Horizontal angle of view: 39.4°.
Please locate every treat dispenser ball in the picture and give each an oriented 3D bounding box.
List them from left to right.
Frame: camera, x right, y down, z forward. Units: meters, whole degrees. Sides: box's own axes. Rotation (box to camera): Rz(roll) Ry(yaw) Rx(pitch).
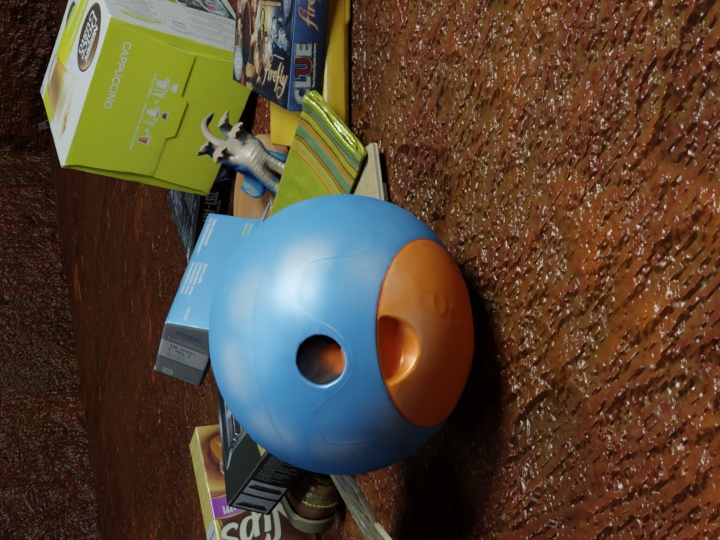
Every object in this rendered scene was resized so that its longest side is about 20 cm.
[{"bbox_3d":[-0.014,0.047,0.743,0.200,0.197,0.206,176,90,-67],"label":"treat dispenser ball"}]

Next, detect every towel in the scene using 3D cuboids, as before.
[{"bbox_3d":[-0.050,-0.071,0.975,0.086,0.018,0.201,51,143,23],"label":"towel"}]

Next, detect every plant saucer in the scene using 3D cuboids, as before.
[{"bbox_3d":[-0.116,-0.059,1.195,0.200,0.032,0.205,176,90,-68],"label":"plant saucer"}]

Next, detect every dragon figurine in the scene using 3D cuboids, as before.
[{"bbox_3d":[-0.120,-0.119,1.098,0.059,0.099,0.199,-55,30,-5],"label":"dragon figurine"}]

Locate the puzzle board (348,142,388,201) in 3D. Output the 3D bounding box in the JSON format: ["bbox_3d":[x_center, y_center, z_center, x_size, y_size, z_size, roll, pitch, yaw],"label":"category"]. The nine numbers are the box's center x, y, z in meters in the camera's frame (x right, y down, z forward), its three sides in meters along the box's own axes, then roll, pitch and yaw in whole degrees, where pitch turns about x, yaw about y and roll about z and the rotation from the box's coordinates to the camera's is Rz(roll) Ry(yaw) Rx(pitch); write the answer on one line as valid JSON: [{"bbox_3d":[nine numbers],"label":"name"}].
[{"bbox_3d":[0.000,0.000,0.944,0.150,0.017,0.205,156,108,-65],"label":"puzzle board"}]

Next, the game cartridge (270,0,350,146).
[{"bbox_3d":[-0.052,-0.227,1.022,0.176,0.032,0.205,-159,69,-66],"label":"game cartridge"}]

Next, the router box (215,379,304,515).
[{"bbox_3d":[-0.089,0.118,1.033,0.158,0.051,0.202,-53,33,31],"label":"router box"}]

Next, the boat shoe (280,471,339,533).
[{"bbox_3d":[-0.074,0.193,1.096,0.200,0.071,0.069,43,128,47],"label":"boat shoe"}]

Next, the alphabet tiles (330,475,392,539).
[{"bbox_3d":[0.019,0.227,0.820,0.202,0.006,0.166,65,167,-26],"label":"alphabet tiles"}]

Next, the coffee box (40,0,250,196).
[{"bbox_3d":[-0.268,-0.243,1.265,0.202,0.197,0.199,-62,36,26],"label":"coffee box"}]

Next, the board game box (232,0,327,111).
[{"bbox_3d":[-0.084,-0.245,1.012,0.200,0.034,0.138,-141,53,-61],"label":"board game box"}]

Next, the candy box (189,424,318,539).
[{"bbox_3d":[-0.119,0.272,1.144,0.057,0.114,0.203,119,140,-52],"label":"candy box"}]

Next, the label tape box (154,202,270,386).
[{"bbox_3d":[-0.167,0.020,1.109,0.201,0.062,0.146,120,169,-58],"label":"label tape box"}]

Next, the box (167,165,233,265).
[{"bbox_3d":[-0.234,-0.129,1.453,0.162,0.043,0.202,-115,30,-41],"label":"box"}]
